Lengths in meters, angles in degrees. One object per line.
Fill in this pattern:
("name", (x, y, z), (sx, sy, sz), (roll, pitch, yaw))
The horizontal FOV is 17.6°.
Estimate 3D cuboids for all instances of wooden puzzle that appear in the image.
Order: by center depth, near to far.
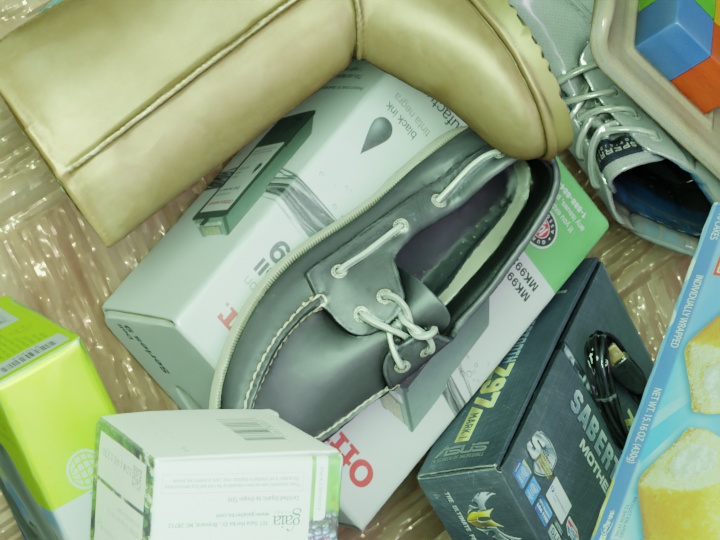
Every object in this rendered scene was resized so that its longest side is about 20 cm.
("wooden puzzle", (0.191, -0.120, 1.176), (0.200, 0.046, 0.186), (43, 38, -28))

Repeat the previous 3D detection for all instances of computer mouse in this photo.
("computer mouse", (0.169, 0.088, 1.161), (0.200, 0.034, 0.059), (42, 47, -43))

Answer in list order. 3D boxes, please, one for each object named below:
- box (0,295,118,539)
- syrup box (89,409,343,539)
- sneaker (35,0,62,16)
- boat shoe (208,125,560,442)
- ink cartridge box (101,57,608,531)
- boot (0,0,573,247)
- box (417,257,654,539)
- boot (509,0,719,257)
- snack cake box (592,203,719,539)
("box", (-0.114, 0.115, 1.007), (0.047, 0.122, 0.201), (-28, 108, -17))
("syrup box", (-0.063, 0.162, 0.926), (0.081, 0.079, 0.202), (0, 99, -23))
("sneaker", (-0.061, -0.115, 1.050), (0.199, 0.080, 0.072), (-25, 105, -28))
("boat shoe", (0.013, 0.010, 1.015), (0.200, 0.063, 0.073), (-46, 114, -20))
("ink cartridge box", (0.000, 0.000, 1.093), (0.200, 0.084, 0.146), (-50, 115, -19))
("boot", (-0.034, -0.073, 0.995), (0.199, 0.066, 0.176), (-34, 82, -8))
("box", (0.115, 0.120, 1.148), (0.201, 0.051, 0.158), (61, 37, -26))
("boot", (0.123, -0.086, 1.149), (0.199, 0.073, 0.096), (35, 33, -29))
("snack cake box", (0.193, 0.077, 1.072), (0.067, 0.114, 0.201), (45, 61, -49))
